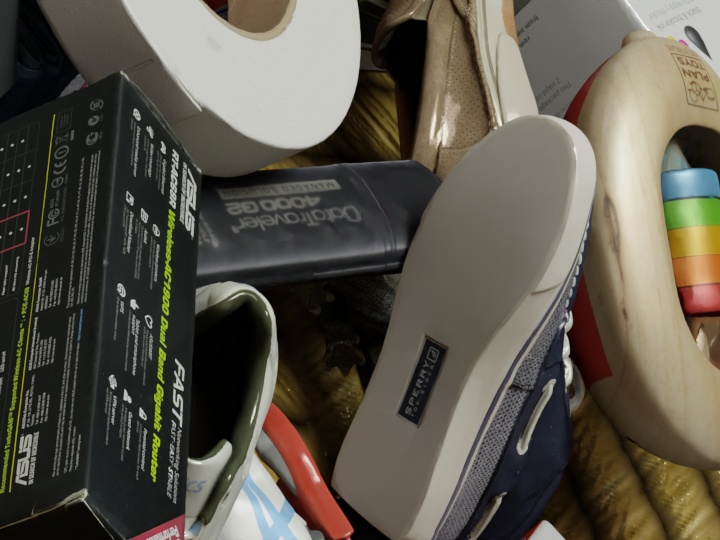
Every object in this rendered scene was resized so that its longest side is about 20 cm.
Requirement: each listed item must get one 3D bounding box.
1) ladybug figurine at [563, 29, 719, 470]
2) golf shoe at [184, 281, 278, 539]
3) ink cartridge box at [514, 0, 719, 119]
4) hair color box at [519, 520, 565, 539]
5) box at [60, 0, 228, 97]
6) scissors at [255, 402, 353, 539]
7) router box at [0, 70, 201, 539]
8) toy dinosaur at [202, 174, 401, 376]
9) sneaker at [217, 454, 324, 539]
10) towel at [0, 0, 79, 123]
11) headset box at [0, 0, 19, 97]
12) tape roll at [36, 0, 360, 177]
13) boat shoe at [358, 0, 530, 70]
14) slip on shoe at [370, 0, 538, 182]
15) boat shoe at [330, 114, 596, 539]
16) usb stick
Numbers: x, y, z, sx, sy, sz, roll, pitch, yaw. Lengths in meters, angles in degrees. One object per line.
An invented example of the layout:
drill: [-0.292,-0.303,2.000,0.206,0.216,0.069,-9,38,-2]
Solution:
ladybug figurine: [0.133,-0.007,1.105,0.135,0.072,0.201,7,73,-47]
golf shoe: [-0.083,0.090,0.874,0.078,0.097,0.201,22,69,-9]
ink cartridge box: [0.161,-0.054,1.248,0.200,0.146,0.146,53,37,8]
hair color box: [0.057,0.201,0.981,0.111,0.064,0.200,46,38,1]
box: [-0.107,-0.133,1.094,0.095,0.103,0.200,54,38,10]
scissors: [-0.006,0.107,0.943,0.200,0.014,0.074,-138,-151,-65]
router box: [-0.136,0.041,0.858,0.062,0.149,0.201,53,26,-41]
toy dinosaur: [0.000,0.000,1.119,0.199,0.077,0.103,20,32,-24]
sneaker: [-0.065,0.091,0.965,0.072,0.072,0.201,-16,69,-26]
towel: [-0.207,-0.122,0.976,0.200,0.112,0.049,43,41,-4]
headset box: [-0.233,-0.088,0.863,0.199,0.093,0.174,17,35,14]
tape roll: [-0.070,-0.136,0.988,0.203,0.037,0.204,39,40,-44]
boat shoe: [0.041,-0.142,1.280,0.199,0.064,0.071,-8,62,-48]
slip on shoe: [0.035,-0.112,1.158,0.060,0.076,0.201,1,56,-16]
boat shoe: [0.063,0.031,1.053,0.092,0.201,0.075,9,22,-49]
usb stick: [-0.032,-0.017,1.013,0.199,0.033,0.056,-7,58,-47]
